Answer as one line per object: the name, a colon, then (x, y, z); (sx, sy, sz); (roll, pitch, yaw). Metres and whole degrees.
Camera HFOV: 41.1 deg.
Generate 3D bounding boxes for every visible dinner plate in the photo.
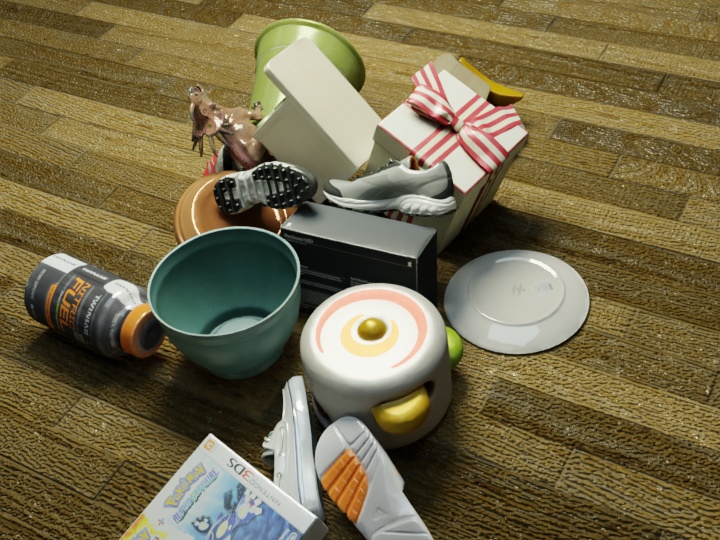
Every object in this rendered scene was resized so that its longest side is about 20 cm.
dinner plate: (0.213, 0.033, 1.320); (0.199, 0.024, 0.201); (-4, 44, 4)

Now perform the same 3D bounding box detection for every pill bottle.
pill bottle: (-0.362, 0.054, 1.333); (0.199, 0.107, 0.106); (20, 50, 28)

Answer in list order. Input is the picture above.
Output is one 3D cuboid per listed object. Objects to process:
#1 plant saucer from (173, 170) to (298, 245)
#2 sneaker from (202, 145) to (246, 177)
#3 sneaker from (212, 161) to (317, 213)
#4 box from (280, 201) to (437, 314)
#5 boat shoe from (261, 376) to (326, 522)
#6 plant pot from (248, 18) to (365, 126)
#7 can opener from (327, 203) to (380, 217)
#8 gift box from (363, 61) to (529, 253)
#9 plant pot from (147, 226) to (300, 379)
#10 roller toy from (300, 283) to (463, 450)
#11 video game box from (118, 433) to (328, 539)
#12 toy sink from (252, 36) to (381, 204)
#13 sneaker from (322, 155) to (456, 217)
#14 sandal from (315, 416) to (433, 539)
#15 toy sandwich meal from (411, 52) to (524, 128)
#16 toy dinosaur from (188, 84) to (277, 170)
plant saucer: (-0.175, -0.070, 1.420); (0.199, 0.038, 0.201); (9, 57, -13)
sneaker: (-0.224, -0.103, 1.511); (0.085, 0.077, 0.201); (-26, 45, 39)
sneaker: (-0.117, -0.123, 1.353); (0.199, 0.067, 0.090); (-4, 14, 46)
box: (0.000, 0.000, 1.300); (0.199, 0.142, 0.079); (14, 42, 22)
boat shoe: (-0.087, 0.212, 1.144); (0.066, 0.074, 0.201); (-11, 44, 0)
plant pot: (-0.108, -0.278, 1.602); (0.199, 0.201, 0.191); (6, 58, 15)
can opener: (0.023, -0.067, 1.424); (0.053, 0.067, 0.200); (-34, 49, -26)
gift box: (0.121, -0.175, 1.398); (0.184, 0.187, 0.200); (35, 59, 10)
plant pot: (-0.169, 0.058, 1.276); (0.199, 0.135, 0.201); (-4, 43, 4)
roller toy: (0.019, 0.114, 1.181); (0.181, 0.140, 0.201); (10, 47, 20)
video game box: (-0.164, 0.305, 1.049); (0.182, 0.047, 0.200); (27, 68, 35)
toy sink: (-0.074, -0.223, 1.436); (0.200, 0.112, 0.130); (47, 40, -8)
sneaker: (0.039, -0.116, 1.305); (0.199, 0.080, 0.074); (4, 9, 29)
sandal: (0.020, 0.265, 1.090); (0.079, 0.059, 0.207); (-35, 67, 3)
toy sandwich meal: (0.181, -0.268, 1.551); (0.204, 0.070, 0.206); (13, 51, -17)
toy dinosaur: (-0.182, -0.196, 1.461); (0.200, 0.086, 0.136); (39, 30, -4)
